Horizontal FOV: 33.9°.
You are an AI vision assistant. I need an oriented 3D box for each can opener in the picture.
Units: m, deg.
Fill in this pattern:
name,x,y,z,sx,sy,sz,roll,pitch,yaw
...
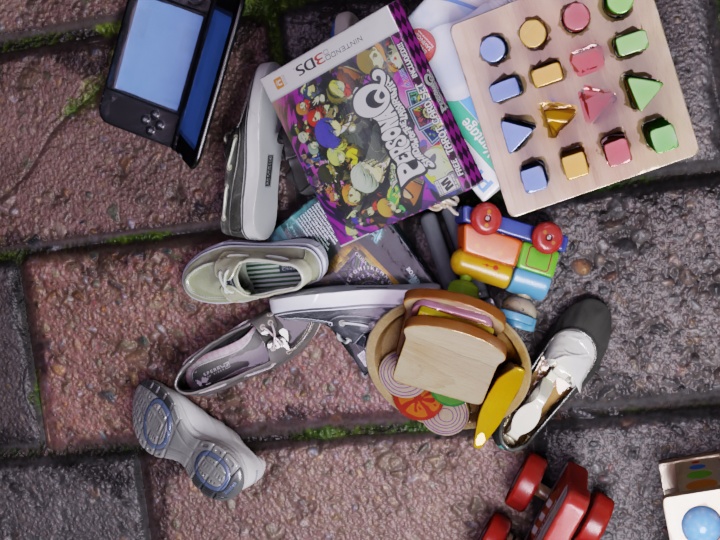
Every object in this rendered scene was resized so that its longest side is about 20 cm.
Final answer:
name,x,y,z,sx,sy,sz,roll,pitch,yaw
can opener,0.120,0.026,1.330,0.052,0.066,0.203,-21,84,9

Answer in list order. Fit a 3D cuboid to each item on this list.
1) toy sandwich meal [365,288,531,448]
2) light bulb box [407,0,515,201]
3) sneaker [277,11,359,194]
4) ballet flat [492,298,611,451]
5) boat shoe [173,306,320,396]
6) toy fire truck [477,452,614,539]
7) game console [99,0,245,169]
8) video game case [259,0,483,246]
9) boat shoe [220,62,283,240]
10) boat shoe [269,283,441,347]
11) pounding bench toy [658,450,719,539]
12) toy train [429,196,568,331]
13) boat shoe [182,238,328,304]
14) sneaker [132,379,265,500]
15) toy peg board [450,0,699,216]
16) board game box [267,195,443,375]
name,x,y,z,sx,sy,sz,roll,pitch,yaw
toy sandwich meal,0.093,0.109,1.263,0.201,0.071,0.208,7,128,9
light bulb box,0.140,-0.215,1.256,0.198,0.125,0.200,46,104,3
sneaker,-0.045,-0.184,1.327,0.109,0.076,0.204,-5,86,26
ballet flat,0.215,0.124,1.311,0.067,0.068,0.202,32,103,2
boat shoe,-0.134,0.097,1.395,0.198,0.057,0.068,-29,90,15
toy fire truck,0.192,0.305,1.289,0.111,0.168,0.202,30,103,8
game console,-0.217,-0.239,1.341,0.173,0.116,0.203,21,101,9
video game case,0.009,-0.147,1.223,0.179,0.036,0.203,-21,98,35
boat shoe,-0.128,-0.138,1.355,0.063,0.070,0.204,8,92,25
boat shoe,-0.005,0.053,1.327,0.196,0.072,0.069,-2,95,7
pounding bench toy,0.396,0.309,1.248,0.122,0.156,0.204,-11,95,14
toy train,0.114,-0.015,1.270,0.197,0.085,0.118,16,87,-6
boat shoe,-0.132,0.001,1.361,0.197,0.062,0.073,-11,101,29
sneaker,-0.197,0.202,1.419,0.199,0.087,0.075,39,107,25
toy peg board,0.205,-0.173,1.134,0.196,0.098,0.203,-18,96,12
board game box,0.000,0.000,1.366,0.135,0.028,0.201,-36,88,15
